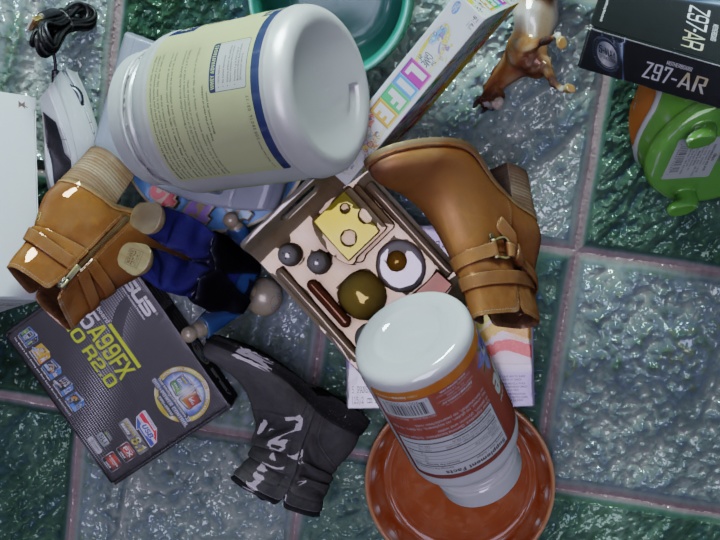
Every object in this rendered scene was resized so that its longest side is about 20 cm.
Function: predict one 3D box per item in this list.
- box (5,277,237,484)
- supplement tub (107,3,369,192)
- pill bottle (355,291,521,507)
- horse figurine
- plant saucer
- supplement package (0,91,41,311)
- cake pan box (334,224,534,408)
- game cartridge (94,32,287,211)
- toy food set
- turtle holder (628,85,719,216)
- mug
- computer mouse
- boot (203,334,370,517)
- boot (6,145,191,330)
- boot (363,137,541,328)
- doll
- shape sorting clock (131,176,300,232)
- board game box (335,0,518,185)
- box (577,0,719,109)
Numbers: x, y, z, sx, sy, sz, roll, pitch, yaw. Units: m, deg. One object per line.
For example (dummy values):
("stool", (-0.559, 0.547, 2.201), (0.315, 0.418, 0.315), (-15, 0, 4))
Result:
("box", (-0.250, 0.099, 1.252), (0.160, 0.044, 0.201), (-33, 97, 11))
("supplement tub", (-0.107, -0.145, 1.041), (0.198, 0.145, 0.146), (-4, 102, 32))
("pill bottle", (0.080, 0.125, 1.094), (0.111, 0.113, 0.201), (-21, 128, 9))
("horse figurine", (0.171, -0.244, 1.121), (0.049, 0.132, 0.202), (8, 95, -21))
("plant saucer", (0.104, 0.221, 1.250), (0.198, 0.032, 0.202), (1, 100, 5))
("supplement package", (-0.400, -0.066, 1.135), (0.110, 0.155, 0.202), (-13, 77, 48))
("cake pan box", (0.075, 0.045, 1.195), (0.198, 0.052, 0.186), (0, 89, 6))
("game cartridge", (-0.158, -0.137, 1.164), (0.198, 0.041, 0.134), (20, 105, 8))
("toy food set", (0.000, 0.000, 1.147), (0.143, 0.060, 0.200), (-43, 85, 4))
("turtle holder", (0.337, -0.147, 1.101), (0.184, 0.132, 0.141), (-24, 142, 8))
("mug", (-0.031, -0.246, 1.130), (0.151, 0.114, 0.186), (27, 103, -1))
("computer mouse", (-0.285, -0.161, 1.185), (0.043, 0.110, 0.202), (2, 110, 11))
("boot", (-0.098, 0.161, 1.211), (0.199, 0.070, 0.132), (33, 86, -9))
("boot", (-0.239, -0.002, 1.163), (0.200, 0.073, 0.155), (43, 58, -25))
("boot", (0.089, -0.029, 1.085), (0.076, 0.199, 0.157), (-20, 65, 42))
("doll", (-0.149, 0.005, 1.167), (0.048, 0.199, 0.138), (9, 79, 39))
("shape sorting clock", (-0.147, -0.138, 1.200), (0.198, 0.039, 0.202), (1, 101, 5))
("board game box", (0.056, -0.175, 1.099), (0.034, 0.134, 0.200), (43, 117, 2))
("box", (0.291, -0.231, 1.059), (0.159, 0.201, 0.044), (18, 138, 8))
